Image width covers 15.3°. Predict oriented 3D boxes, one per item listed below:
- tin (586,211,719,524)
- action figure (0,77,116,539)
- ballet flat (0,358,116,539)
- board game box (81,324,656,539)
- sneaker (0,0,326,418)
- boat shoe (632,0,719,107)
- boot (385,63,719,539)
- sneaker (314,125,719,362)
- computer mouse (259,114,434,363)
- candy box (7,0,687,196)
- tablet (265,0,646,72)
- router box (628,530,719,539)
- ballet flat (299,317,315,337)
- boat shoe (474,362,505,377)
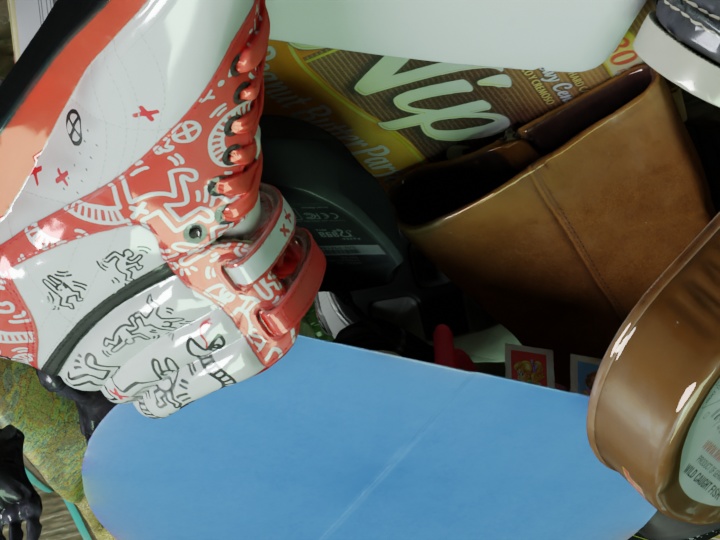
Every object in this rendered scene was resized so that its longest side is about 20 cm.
[{"bbox_3d":[0.155,-0.002,0.843,0.200,0.042,0.112,-48,151,3],"label":"tin"},{"bbox_3d":[-0.135,0.014,0.868,0.119,0.102,0.200,-33,135,0],"label":"action figure"},{"bbox_3d":[-0.105,0.063,1.066,0.071,0.071,0.200,-14,152,6],"label":"ballet flat"},{"bbox_3d":[0.005,0.057,0.913,0.200,0.039,0.158,13,145,-20],"label":"board game box"},{"bbox_3d":[-0.045,-0.038,0.766,0.108,0.067,0.201,29,126,-16],"label":"sneaker"},{"bbox_3d":[0.162,-0.088,0.857,0.200,0.073,0.063,-9,128,-53],"label":"boat shoe"},{"bbox_3d":[0.132,-0.007,0.920,0.188,0.069,0.200,-20,132,19],"label":"boot"},{"bbox_3d":[0.079,-0.004,1.012,0.199,0.074,0.089,-5,166,-8],"label":"sneaker"},{"bbox_3d":[0.000,0.000,0.897,0.058,0.034,0.200,0,153,20],"label":"computer mouse"},{"bbox_3d":[-0.002,-0.072,0.871,0.199,0.055,0.116,-15,148,8],"label":"candy box"},{"bbox_3d":[0.060,-0.130,0.741,0.130,0.014,0.200,3,139,-30],"label":"tablet"},{"bbox_3d":[0.123,0.089,1.186,0.149,0.051,0.200,-31,144,34],"label":"router box"},{"bbox_3d":[-0.077,0.020,0.997,0.067,0.062,0.200,-36,142,24],"label":"ballet flat"},{"bbox_3d":[0.024,0.077,1.101,0.200,0.072,0.065,-28,123,37],"label":"boat shoe"}]
